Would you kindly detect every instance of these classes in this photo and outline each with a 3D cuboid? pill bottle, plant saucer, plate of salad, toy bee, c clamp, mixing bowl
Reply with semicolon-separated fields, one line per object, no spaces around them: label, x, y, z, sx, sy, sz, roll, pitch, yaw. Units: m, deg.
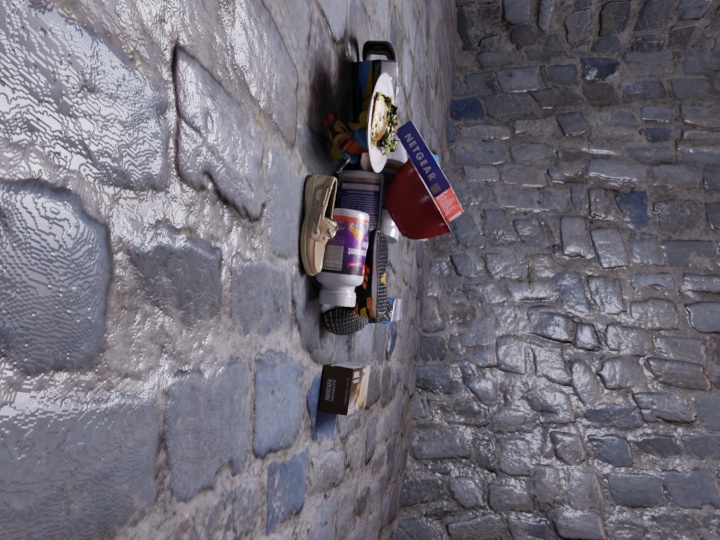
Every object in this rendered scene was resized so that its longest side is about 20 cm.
pill bottle;0.068;-0.183;1.464;0.116;0.113;0.207;47;50;-71
plant saucer;0.006;-0.245;1.484;0.200;0.031;0.207;6;90;-75
plate of salad;0.055;-0.313;1.171;0.200;0.047;0.207;8;90;-74
toy bee;-0.024;-0.294;1.180;0.109;0.130;0.200;50;13;-2
c clamp;0.048;-0.477;1.354;0.199;0.026;0.176;-148;-134;-61
pill bottle;-0.043;-0.027;1.205;0.111;0.108;0.207;6;89;-76
mixing bowl;0.123;-0.151;1.308;0.203;0.107;0.201;56;12;-17
pill bottle;-0.004;-0.131;1.313;0.116;0.112;0.207;-18;112;-75

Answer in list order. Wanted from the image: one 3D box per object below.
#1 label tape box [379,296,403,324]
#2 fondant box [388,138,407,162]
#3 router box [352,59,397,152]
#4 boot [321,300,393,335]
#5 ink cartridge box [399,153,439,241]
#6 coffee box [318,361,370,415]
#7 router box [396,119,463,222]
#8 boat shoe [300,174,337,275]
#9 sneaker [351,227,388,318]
label tape box;0.032;0.100;1.491;0.200;0.140;0.066;11;86;-76
fondant box;0.130;-0.322;1.784;0.144;0.057;0.206;39;38;-74
router box;0.031;-0.393;1.313;0.149;0.050;0.207;30;-56;60
boot;-0.026;0.096;1.363;0.130;0.195;0.070;29;-57;56
ink cartridge box;0.162;-0.208;1.514;0.148;0.082;0.204;115;-18;-45
coffee box;-0.037;0.300;1.416;0.200;0.077;0.118;33;63;-75
router box;0.168;-0.236;1.326;0.204;0.048;0.179;64;11;21
boat shoe;-0.081;-0.090;1.118;0.071;0.062;0.207;-28;122;-73
sneaker;0.012;0.006;1.257;0.070;0.087;0.207;-4;95;-65
